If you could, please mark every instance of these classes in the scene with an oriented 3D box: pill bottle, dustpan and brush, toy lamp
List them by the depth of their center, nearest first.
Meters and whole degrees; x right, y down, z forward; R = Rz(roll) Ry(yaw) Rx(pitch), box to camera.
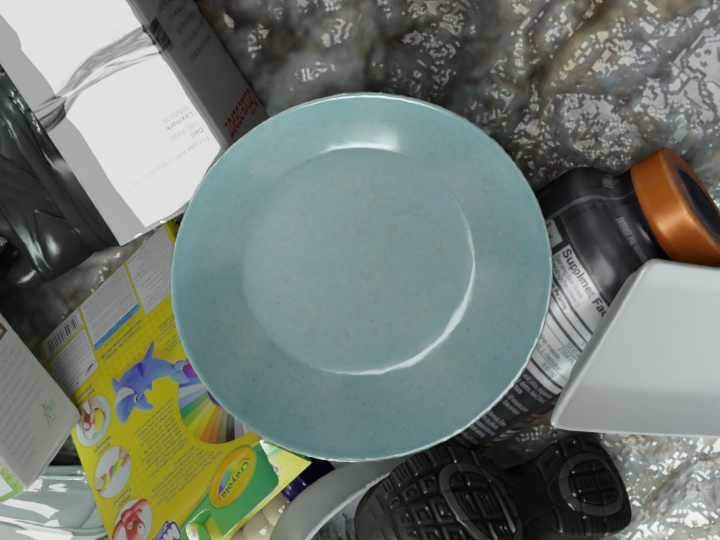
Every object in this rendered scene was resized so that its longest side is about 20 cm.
[{"bbox_3d":[0.105,0.014,1.521,0.199,0.106,0.106,-33,99,18],"label":"pill bottle"},{"bbox_3d":[-0.026,0.163,1.552,0.199,0.057,0.140,5,115,-36],"label":"dustpan and brush"},{"bbox_3d":[-0.089,0.185,1.637,0.058,0.058,0.200,40,107,-4],"label":"toy lamp"}]

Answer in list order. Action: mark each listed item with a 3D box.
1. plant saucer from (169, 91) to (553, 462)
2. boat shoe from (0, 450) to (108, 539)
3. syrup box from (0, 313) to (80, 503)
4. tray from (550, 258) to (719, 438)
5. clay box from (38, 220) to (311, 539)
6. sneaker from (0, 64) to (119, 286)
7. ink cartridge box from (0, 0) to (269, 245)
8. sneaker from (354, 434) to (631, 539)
[{"bbox_3d":[0.000,0.000,1.455,0.199,0.039,0.202,-1,109,-4],"label":"plant saucer"},{"bbox_3d":[-0.241,0.115,1.640,0.199,0.070,0.072,12,99,2],"label":"boat shoe"},{"bbox_3d":[-0.252,0.037,1.521,0.078,0.082,0.200,-26,109,32],"label":"syrup box"},{"bbox_3d":[0.182,0.040,1.492,0.022,0.199,0.108,45,115,35],"label":"tray"},{"bbox_3d":[-0.101,0.083,1.541,0.115,0.201,0.047,-42,138,19],"label":"clay box"},{"bbox_3d":[-0.211,-0.072,1.532,0.091,0.076,0.200,-34,113,3],"label":"sneaker"},{"bbox_3d":[-0.139,-0.128,1.496,0.084,0.146,0.201,-31,99,11],"label":"ink cartridge box"},{"bbox_3d":[0.063,0.143,1.531,0.091,0.199,0.076,-34,66,37],"label":"sneaker"}]
